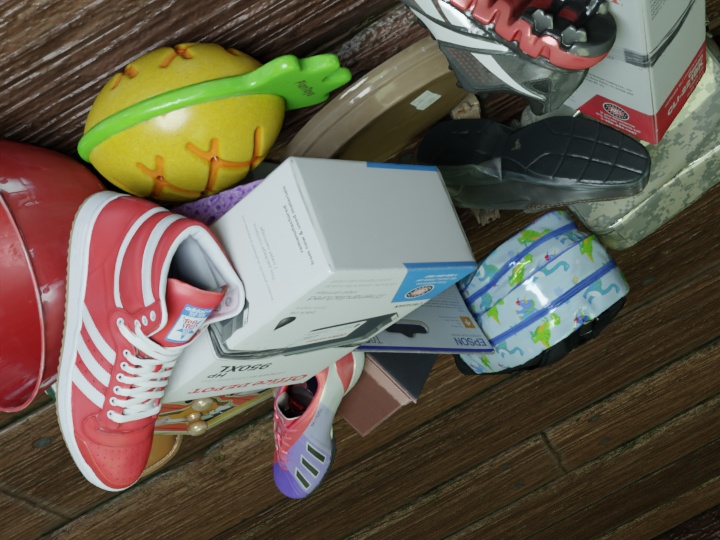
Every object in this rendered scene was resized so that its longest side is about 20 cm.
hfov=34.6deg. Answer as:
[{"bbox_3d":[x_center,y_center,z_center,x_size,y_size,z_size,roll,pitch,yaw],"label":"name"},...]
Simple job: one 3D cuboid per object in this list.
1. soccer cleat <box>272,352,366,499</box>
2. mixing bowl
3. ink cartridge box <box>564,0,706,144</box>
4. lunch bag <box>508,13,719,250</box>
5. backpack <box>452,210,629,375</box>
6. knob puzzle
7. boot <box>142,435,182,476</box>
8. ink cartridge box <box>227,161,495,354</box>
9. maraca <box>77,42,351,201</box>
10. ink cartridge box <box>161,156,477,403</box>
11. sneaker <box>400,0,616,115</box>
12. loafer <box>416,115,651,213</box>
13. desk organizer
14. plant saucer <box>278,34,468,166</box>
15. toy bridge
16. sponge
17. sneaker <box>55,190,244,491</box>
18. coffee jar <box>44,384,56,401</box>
[{"bbox_3d":[-0.056,0.137,1.059,0.073,0.068,0.201,-21,140,-45],"label":"soccer cleat"},{"bbox_3d":[-0.235,-0.011,0.831,0.108,0.200,0.200,-21,154,-41],"label":"mixing bowl"},{"bbox_3d":[0.172,-0.201,0.855,0.084,0.144,0.200,-54,152,-11],"label":"ink cartridge box"},{"bbox_3d":[0.244,-0.137,1.033,0.200,0.140,0.168,-37,149,18],"label":"lunch bag"},{"bbox_3d":[0.162,0.025,1.062,0.163,0.154,0.200,-28,-170,-6],"label":"backpack"},{"bbox_3d":[-0.142,0.120,1.063,0.219,0.031,0.220,-18,161,-6],"label":"knob puzzle"},{"bbox_3d":[-0.227,0.131,1.151,0.200,0.077,0.155,-39,149,17],"label":"boot"},{"bbox_3d":[0.000,0.000,0.999,0.199,0.201,0.041,6,138,-42],"label":"ink cartridge box"},{"bbox_3d":[-0.104,-0.112,0.821,0.199,0.108,0.137,-18,178,9],"label":"maraca"},{"bbox_3d":[-0.044,0.010,0.795,0.144,0.085,0.200,-2,155,-46],"label":"ink cartridge box"},{"bbox_3d":[0.074,-0.175,0.799,0.071,0.200,0.098,-47,163,-39],"label":"sneaker"},{"bbox_3d":[0.147,-0.082,0.959,0.073,0.199,0.072,-61,142,-26],"label":"loafer"},{"bbox_3d":[0.032,0.071,1.155,0.077,0.072,0.200,-42,-172,32],"label":"desk organizer"},{"bbox_3d":[0.025,-0.126,0.914,0.200,0.030,0.200,-33,173,-5],"label":"plant saucer"},{"bbox_3d":[0.109,-0.095,1.067,0.027,0.067,0.200,-25,151,-1],"label":"toy bridge"},{"bbox_3d":[-0.109,-0.039,0.884,0.199,0.030,0.111,-14,-179,36],"label":"sponge"},{"bbox_3d":[-0.133,0.056,0.736,0.071,0.112,0.201,-12,109,-49],"label":"sneaker"},{"bbox_3d":[-0.186,0.036,1.005,0.199,0.104,0.086,-24,117,-5],"label":"coffee jar"}]
